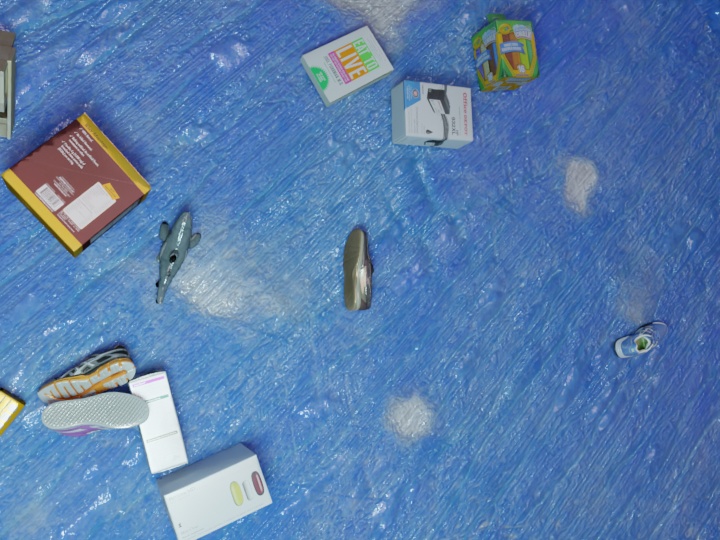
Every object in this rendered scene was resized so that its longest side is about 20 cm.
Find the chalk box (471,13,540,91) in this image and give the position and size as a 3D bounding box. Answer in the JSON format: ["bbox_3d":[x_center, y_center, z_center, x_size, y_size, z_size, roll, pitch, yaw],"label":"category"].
[{"bbox_3d":[0.390,-0.603,1.819,0.124,0.124,0.201,-9,90,-24],"label":"chalk box"}]

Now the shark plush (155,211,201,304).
[{"bbox_3d":[-0.416,-0.031,1.449,0.091,0.083,0.201,31,75,-18],"label":"shark plush"}]

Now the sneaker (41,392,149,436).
[{"bbox_3d":[-0.527,0.296,1.359,0.199,0.114,0.073,1,63,-10],"label":"sneaker"}]

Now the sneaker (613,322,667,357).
[{"bbox_3d":[0.845,0.209,1.980,0.199,0.077,0.076,-23,94,-25],"label":"sneaker"}]

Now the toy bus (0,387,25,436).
[{"bbox_3d":[-0.746,0.321,1.290,0.078,0.065,0.200,39,72,-18],"label":"toy bus"}]

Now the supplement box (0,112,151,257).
[{"bbox_3d":[-0.573,-0.170,1.364,0.200,0.133,0.197,-45,103,-20],"label":"supplement box"}]

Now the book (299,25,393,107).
[{"bbox_3d":[-0.035,-0.512,1.676,0.200,0.048,0.134,-33,95,-20],"label":"book"}]

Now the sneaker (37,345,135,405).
[{"bbox_3d":[-0.561,0.218,1.378,0.199,0.077,0.079,-20,131,-8],"label":"sneaker"}]

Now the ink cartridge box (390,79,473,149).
[{"bbox_3d":[0.186,-0.402,1.737,0.199,0.084,0.146,0,86,-23],"label":"ink cartridge box"}]

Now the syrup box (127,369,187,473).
[{"bbox_3d":[-0.431,0.316,1.419,0.081,0.079,0.201,-13,91,-23],"label":"syrup box"}]

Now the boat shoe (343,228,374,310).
[{"bbox_3d":[0.000,0.000,1.638,0.065,0.072,0.201,7,80,-35],"label":"boat shoe"}]

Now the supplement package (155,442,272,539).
[{"bbox_3d":[-0.312,0.466,1.417,0.199,0.156,0.111,-20,93,-23],"label":"supplement package"}]

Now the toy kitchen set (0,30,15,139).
[{"bbox_3d":[-0.766,-0.358,1.289,0.180,0.200,0.164,3,126,-23],"label":"toy kitchen set"}]
